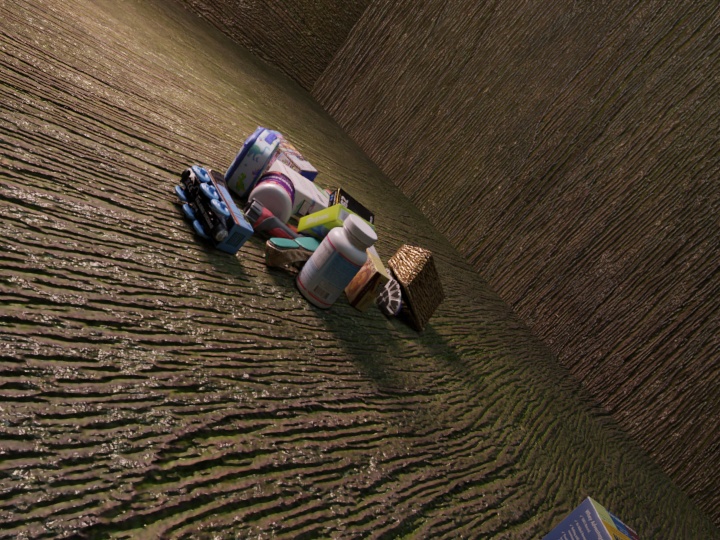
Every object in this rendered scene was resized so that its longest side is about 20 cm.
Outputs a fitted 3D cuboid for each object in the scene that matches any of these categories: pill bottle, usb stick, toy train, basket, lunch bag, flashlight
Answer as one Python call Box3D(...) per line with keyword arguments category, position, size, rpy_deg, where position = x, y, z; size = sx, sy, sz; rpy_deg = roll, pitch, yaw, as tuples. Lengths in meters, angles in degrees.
Box3D(category="pill bottle", position=(-0.223, -0.187, 1.490), size=(0.111, 0.113, 0.201), rpy_deg=(36, 17, -16))
Box3D(category="usb stick", position=(-0.329, -0.176, 1.355), size=(0.054, 0.033, 0.202), rpy_deg=(20, 26, -34))
Box3D(category="toy train", position=(-0.306, -0.129, 1.202), size=(0.202, 0.087, 0.114), rpy_deg=(54, 14, 30))
Box3D(category="basket", position=(0.143, 0.048, 1.710), size=(0.140, 0.150, 0.203), rpy_deg=(16, -36, 39))
Box3D(category="lunch bag", position=(-0.282, -0.289, 1.524), size=(0.082, 0.162, 0.201), rpy_deg=(36, 17, -13))
Box3D(category="flashlight", position=(-0.199, -0.085, 1.389), size=(0.199, 0.067, 0.069), rpy_deg=(41, 22, -26))
Box3D(category="pill bottle", position=(-0.052, -0.022, 1.316), size=(0.108, 0.201, 0.109), rpy_deg=(36, 16, -13))

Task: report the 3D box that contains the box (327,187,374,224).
Box3D(category="box", position=(-0.034, -0.115, 1.700), size=(0.158, 0.049, 0.206), rpy_deg=(33, 50, -32))

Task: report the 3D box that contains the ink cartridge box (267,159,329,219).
Box3D(category="ink cartridge box", position=(-0.181, -0.216, 1.718), size=(0.198, 0.084, 0.146), rpy_deg=(28, 21, -44))

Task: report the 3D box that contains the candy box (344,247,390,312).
Box3D(category="candy box", position=(0.000, 0.000, 1.540), size=(0.055, 0.116, 0.202), rpy_deg=(30, 20, -32))

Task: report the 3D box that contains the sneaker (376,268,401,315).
Box3D(category="sneaker", position=(0.093, 0.068, 1.671), size=(0.084, 0.080, 0.202), rpy_deg=(46, 16, -25))

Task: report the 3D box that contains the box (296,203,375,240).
Box3D(category="box", position=(-0.069, -0.099, 1.431), size=(0.120, 0.049, 0.197), rpy_deg=(29, -23, -32))

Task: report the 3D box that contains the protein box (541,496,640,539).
Box3D(category="protein box", position=(0.376, 0.529, 0.928), size=(0.133, 0.201, 0.200), rpy_deg=(35, 17, -19))

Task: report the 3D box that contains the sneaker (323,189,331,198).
Box3D(category="sneaker", position=(-0.102, -0.187, 1.898), size=(0.092, 0.071, 0.201), rpy_deg=(-7, 51, -46))

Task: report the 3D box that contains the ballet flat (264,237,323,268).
Box3D(category="ballet flat", position=(-0.150, -0.039, 1.347), size=(0.070, 0.067, 0.197), rpy_deg=(37, 22, 33))

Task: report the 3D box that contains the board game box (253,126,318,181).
Box3D(category="board game box", position=(-0.252, -0.345, 1.854), size=(0.200, 0.097, 0.159), rpy_deg=(45, 16, 8))

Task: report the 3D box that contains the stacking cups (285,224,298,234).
Box3D(category="stacking cups", position=(-0.123, -0.069, 1.522), size=(0.197, 0.061, 0.061), rpy_deg=(28, 20, -42))
